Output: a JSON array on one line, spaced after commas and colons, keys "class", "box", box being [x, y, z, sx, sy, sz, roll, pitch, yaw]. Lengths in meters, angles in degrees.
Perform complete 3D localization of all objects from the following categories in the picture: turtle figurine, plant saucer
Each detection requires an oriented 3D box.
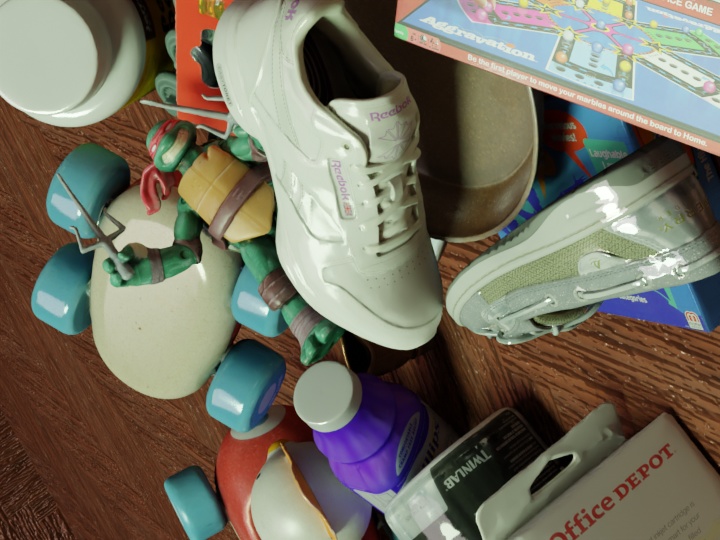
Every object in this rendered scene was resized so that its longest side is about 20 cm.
[{"class": "turtle figurine", "box": [-0.077, -0.042, 0.923, 0.199, 0.101, 0.150, 36, 113, 9]}, {"class": "plant saucer", "box": [0.021, -0.109, 0.764, 0.200, 0.034, 0.201, 35, 146, 28]}]

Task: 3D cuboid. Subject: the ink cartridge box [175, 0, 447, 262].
[{"class": "ink cartridge box", "box": [-0.029, -0.085, 0.921, 0.199, 0.048, 0.160, 22, 152, 5]}]

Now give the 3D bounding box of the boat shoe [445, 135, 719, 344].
[{"class": "boat shoe", "box": [0.103, 0.001, 0.728, 0.065, 0.074, 0.202, 57, 151, 4]}]

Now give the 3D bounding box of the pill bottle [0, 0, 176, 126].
[{"class": "pill bottle", "box": [-0.186, -0.162, 1.044, 0.110, 0.109, 0.200, 59, -164, -10]}]

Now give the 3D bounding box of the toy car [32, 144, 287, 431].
[{"class": "toy car", "box": [-0.105, -0.021, 1.115, 0.183, 0.200, 0.178, 27, 129, 12]}]

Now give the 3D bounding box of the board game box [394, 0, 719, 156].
[{"class": "board game box", "box": [0.107, -0.114, 0.625, 0.199, 0.019, 0.104, 23, 127, 23]}]

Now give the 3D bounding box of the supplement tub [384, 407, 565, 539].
[{"class": "supplement tub", "box": [0.119, 0.205, 1.038, 0.200, 0.122, 0.123, 52, 158, 10]}]

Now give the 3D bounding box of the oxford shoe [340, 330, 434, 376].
[{"class": "oxford shoe", "box": [0.000, 0.000, 1.065, 0.071, 0.071, 0.201, 33, 148, 46]}]

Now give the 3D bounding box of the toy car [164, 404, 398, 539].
[{"class": "toy car", "box": [-0.048, 0.173, 1.205, 0.178, 0.183, 0.200, 59, 167, 17]}]

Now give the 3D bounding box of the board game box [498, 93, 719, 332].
[{"class": "board game box", "box": [0.106, -0.071, 0.773, 0.152, 0.045, 0.201, 10, 130, 60]}]

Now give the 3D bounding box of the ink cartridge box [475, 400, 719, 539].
[{"class": "ink cartridge box", "box": [0.166, 0.193, 0.916, 0.201, 0.128, 0.125, 52, 158, 9]}]

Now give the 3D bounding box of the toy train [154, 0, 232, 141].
[{"class": "toy train", "box": [-0.067, -0.137, 1.003, 0.114, 0.085, 0.200, 39, 154, 5]}]

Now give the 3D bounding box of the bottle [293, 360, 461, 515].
[{"class": "bottle", "box": [0.016, 0.124, 1.108, 0.065, 0.084, 0.200, 9, 158, 31]}]

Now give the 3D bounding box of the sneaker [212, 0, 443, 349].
[{"class": "sneaker", "box": [-0.005, -0.046, 0.756, 0.099, 0.075, 0.201, -1, 121, 56]}]
